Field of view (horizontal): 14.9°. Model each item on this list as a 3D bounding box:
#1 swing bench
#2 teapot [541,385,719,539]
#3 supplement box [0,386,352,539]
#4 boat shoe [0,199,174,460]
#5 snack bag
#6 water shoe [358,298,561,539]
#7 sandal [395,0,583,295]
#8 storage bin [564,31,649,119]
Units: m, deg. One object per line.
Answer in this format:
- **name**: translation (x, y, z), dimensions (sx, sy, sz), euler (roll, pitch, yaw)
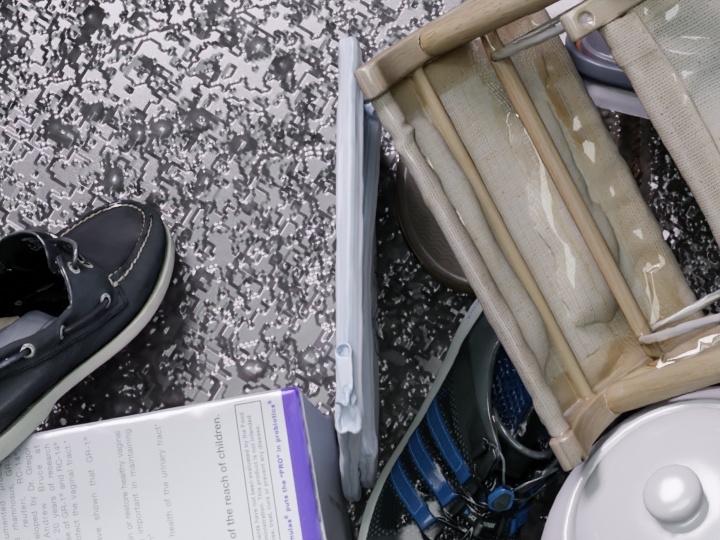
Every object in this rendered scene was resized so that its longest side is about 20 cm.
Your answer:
- **swing bench**: translation (0.136, -0.051, 1.212), dimensions (0.199, 0.130, 0.200), euler (-25, 98, 25)
- **teapot**: translation (0.155, 0.131, 1.235), dimensions (0.196, 0.146, 0.201), euler (5, 66, 28)
- **supplement box**: translation (-0.109, 0.128, 1.322), dimensions (0.199, 0.101, 0.104), euler (-11, 77, 6)
- **boat shoe**: translation (-0.158, 0.014, 1.322), dimensions (0.074, 0.066, 0.199), euler (12, 42, 34)
- **snack bag**: translation (0.000, 0.000, 1.281), dimensions (0.021, 0.200, 0.190), euler (0, 76, 1)
- **water shoe**: translation (0.054, 0.095, 1.307), dimensions (0.071, 0.079, 0.201), euler (21, 81, -16)
- **sandal**: translation (0.071, -0.088, 1.363), dimensions (0.081, 0.055, 0.201), euler (20, 82, 12)
- **storage bin**: translation (0.207, -0.147, 1.295), dimensions (0.199, 0.146, 0.135), euler (15, 121, 14)
